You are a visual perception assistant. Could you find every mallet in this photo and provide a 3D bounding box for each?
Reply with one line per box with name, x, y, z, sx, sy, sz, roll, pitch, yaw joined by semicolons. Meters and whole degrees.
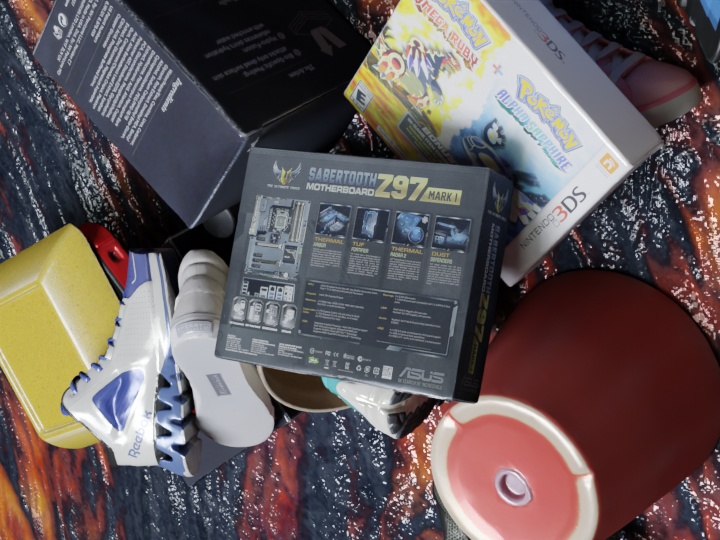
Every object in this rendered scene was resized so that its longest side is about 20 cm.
mallet;-0.070;0.004;1.219;0.041;0.066;0.201;-37;88;40

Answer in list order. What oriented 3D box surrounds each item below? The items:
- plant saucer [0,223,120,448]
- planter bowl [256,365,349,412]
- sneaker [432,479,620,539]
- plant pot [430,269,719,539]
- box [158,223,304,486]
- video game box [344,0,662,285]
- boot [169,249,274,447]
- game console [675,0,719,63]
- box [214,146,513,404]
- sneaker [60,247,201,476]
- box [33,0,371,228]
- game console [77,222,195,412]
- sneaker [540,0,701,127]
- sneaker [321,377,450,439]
plant saucer;-0.285;0.078;1.262;0.199;0.048;0.202;-21;99;47
planter bowl;-0.020;-0.001;1.114;0.135;0.198;0.202;55;138;39
sneaker;0.139;0.221;1.158;0.199;0.076;0.115;36;132;26
plant pot;0.156;0.123;1.031;0.198;0.177;0.203;17;122;30
box;-0.142;0.073;1.281;0.182;0.104;0.201;-35;89;42
video game box;0.093;-0.110;0.953;0.200;0.047;0.182;49;144;7
boot;-0.114;0.067;1.145;0.072;0.097;0.201;-3;145;4
game console;0.196;-0.262;0.853;0.169;0.118;0.202;25;124;25
box;0.000;0.000;0.946;0.197;0.051;0.160;7;85;28
sneaker;-0.205;0.083;1.156;0.113;0.081;0.203;-5;90;4
box;-0.120;-0.171;1.084;0.200;0.196;0.118;46;131;9
game console;-0.232;0.070;1.266;0.201;0.031;0.177;52;137;6
sneaker;0.146;-0.155;0.970;0.198;0.075;0.106;6;120;40
sneaker;0.043;0.061;1.043;0.079;0.199;0.079;24;113;24
